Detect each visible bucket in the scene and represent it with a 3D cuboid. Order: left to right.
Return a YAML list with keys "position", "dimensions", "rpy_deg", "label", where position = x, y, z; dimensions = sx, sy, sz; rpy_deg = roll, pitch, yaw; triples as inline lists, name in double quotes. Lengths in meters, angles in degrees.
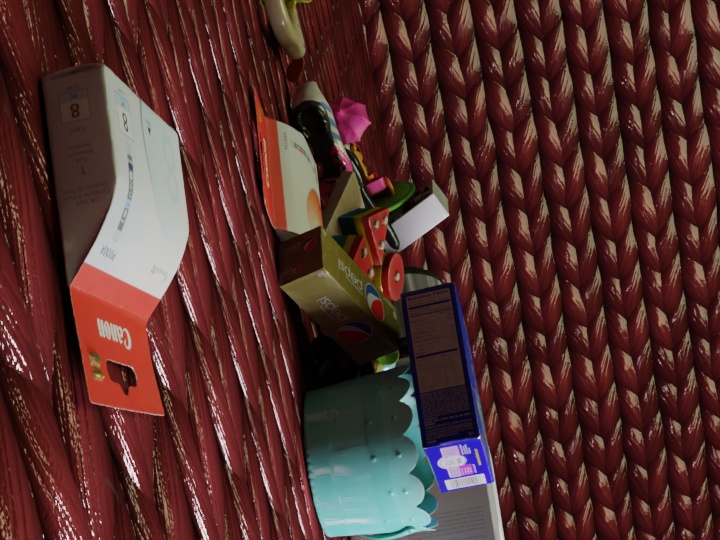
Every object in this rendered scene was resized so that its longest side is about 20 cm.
- position: [0.013, 0.224, 1.542]
  dimensions: [0.207, 0.133, 0.211]
  rpy_deg: [-10, 90, -83]
  label: "bucket"

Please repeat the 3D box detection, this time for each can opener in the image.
- position: [-0.017, 0.158, 1.694]
  dimensions: [0.079, 0.063, 0.201]
  rpy_deg: [-51, 140, -18]
  label: "can opener"
- position: [-0.006, -0.107, 1.992]
  dimensions: [0.202, 0.063, 0.079]
  rpy_deg: [62, 12, -18]
  label: "can opener"

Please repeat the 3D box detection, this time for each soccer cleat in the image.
- position: [-0.053, -0.189, 1.890]
  dimensions: [0.087, 0.069, 0.202]
  rpy_deg: [-92, 170, -50]
  label: "soccer cleat"

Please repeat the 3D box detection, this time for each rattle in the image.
- position: [-0.065, -0.362, 1.776]
  dimensions: [0.131, 0.141, 0.201]
  rpy_deg: [60, -3, 44]
  label: "rattle"

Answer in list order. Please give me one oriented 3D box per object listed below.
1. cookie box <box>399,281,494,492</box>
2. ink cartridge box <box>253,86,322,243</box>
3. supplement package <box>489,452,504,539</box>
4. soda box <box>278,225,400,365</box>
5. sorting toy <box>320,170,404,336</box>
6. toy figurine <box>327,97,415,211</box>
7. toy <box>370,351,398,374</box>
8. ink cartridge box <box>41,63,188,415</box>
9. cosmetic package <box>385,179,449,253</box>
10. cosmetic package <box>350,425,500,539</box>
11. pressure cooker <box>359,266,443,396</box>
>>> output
- position: [0.106, 0.145, 1.558]
  dimensions: [0.172, 0.074, 0.203]
  rpy_deg: [68, 13, -61]
  label: "cookie box"
- position: [-0.085, -0.111, 1.571]
  dimensions: [0.201, 0.049, 0.165]
  rpy_deg: [76, 7, -63]
  label: "ink cartridge box"
- position: [0.105, 0.343, 1.906]
  dimensions: [0.152, 0.197, 0.153]
  rpy_deg: [69, 13, -61]
  label: "supplement package"
- position: [-0.025, 0.034, 1.569]
  dimensions: [0.200, 0.063, 0.068]
  rpy_deg: [47, 29, -45]
  label: "soda box"
- position: [0.000, 0.000, 1.786]
  dimensions: [0.200, 0.069, 0.202]
  rpy_deg: [-67, 150, -43]
  label: "sorting toy"
- position: [-0.016, -0.195, 2.097]
  dimensions: [0.186, 0.149, 0.200]
  rpy_deg: [68, -12, -18]
  label: "toy figurine"
- position: [0.031, 0.167, 1.828]
  dimensions: [0.201, 0.046, 0.116]
  rpy_deg: [99, 7, -58]
  label: "toy"
- position: [-0.147, -0.013, 0.828]
  dimensions: [0.160, 0.046, 0.203]
  rpy_deg: [52, 27, -78]
  label: "ink cartridge box"
- position: [0.052, -0.063, 2.083]
  dimensions: [0.051, 0.199, 0.083]
  rpy_deg: [50, 14, -13]
  label: "cosmetic package"
- position: [0.086, 0.324, 1.755]
  dimensions: [0.124, 0.196, 0.202]
  rpy_deg: [70, 12, -54]
  label: "cosmetic package"
- position: [0.070, 0.119, 2.048]
  dimensions: [0.177, 0.176, 0.202]
  rpy_deg: [90, -10, -58]
  label: "pressure cooker"
